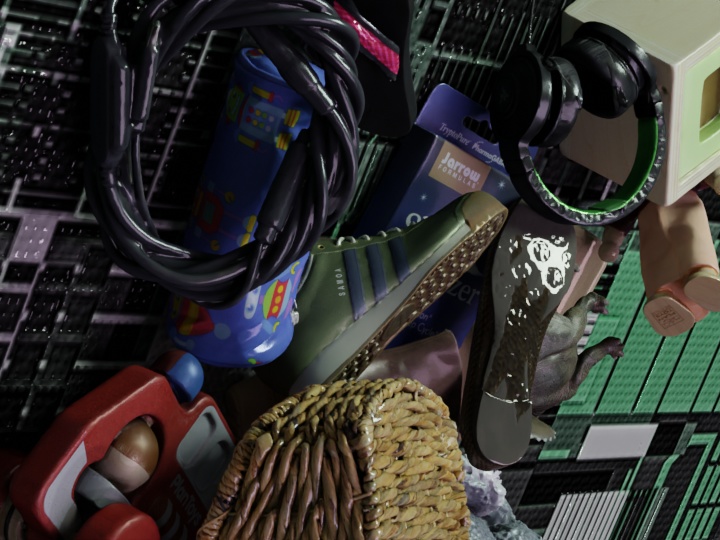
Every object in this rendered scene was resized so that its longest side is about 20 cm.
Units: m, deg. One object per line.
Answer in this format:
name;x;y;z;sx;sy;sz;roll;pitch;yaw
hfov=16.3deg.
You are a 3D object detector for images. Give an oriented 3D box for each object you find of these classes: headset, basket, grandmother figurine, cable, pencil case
headset;0.148;-0.128;1.704;0.123;0.094;0.200;-24;101;-26
basket;-0.029;0.143;1.559;0.200;0.149;0.143;4;78;-70
grandmother figurine;0.229;-0.042;1.873;0.121;0.200;0.061;-23;132;21
cable;-0.077;-0.075;1.451;0.163;0.051;0.201;-6;109;-18
pencil case;-0.058;-0.036;1.540;0.087;0.078;0.200;3;114;-32

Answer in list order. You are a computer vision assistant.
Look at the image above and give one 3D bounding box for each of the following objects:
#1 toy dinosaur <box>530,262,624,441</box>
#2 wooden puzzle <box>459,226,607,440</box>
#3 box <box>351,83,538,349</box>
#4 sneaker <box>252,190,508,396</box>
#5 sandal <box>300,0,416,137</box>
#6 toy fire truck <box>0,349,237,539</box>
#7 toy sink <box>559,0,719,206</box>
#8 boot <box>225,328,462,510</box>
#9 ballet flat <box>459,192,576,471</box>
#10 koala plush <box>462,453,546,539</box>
toy dinosaur;0.132;0.052;1.817;0.102;0.077;0.200;-41;143;-34
wooden puzzle;0.086;0.029;1.842;0.200;0.037;0.185;28;91;-53
box;0.049;-0.018;1.726;0.121;0.032;0.200;26;92;-43
sneaker;0.000;0.000;1.638;0.200;0.090;0.067;-44;165;-18
sandal;-0.004;-0.139;1.537;0.045;0.075;0.200;-61;155;-30
toy fire truck;-0.143;0.137;1.536;0.168;0.112;0.200;-56;149;-23
toy sink;0.250;-0.161;1.841;0.200;0.112;0.131;-36;141;-33
boot;-0.008;0.140;1.707;0.166;0.072;0.200;-11;123;-20
ballet flat;0.102;0.041;1.719;0.067;0.046;0.200;17;73;-21
koala plush;0.070;0.225;1.842;0.177;0.184;0.200;-53;142;-12
